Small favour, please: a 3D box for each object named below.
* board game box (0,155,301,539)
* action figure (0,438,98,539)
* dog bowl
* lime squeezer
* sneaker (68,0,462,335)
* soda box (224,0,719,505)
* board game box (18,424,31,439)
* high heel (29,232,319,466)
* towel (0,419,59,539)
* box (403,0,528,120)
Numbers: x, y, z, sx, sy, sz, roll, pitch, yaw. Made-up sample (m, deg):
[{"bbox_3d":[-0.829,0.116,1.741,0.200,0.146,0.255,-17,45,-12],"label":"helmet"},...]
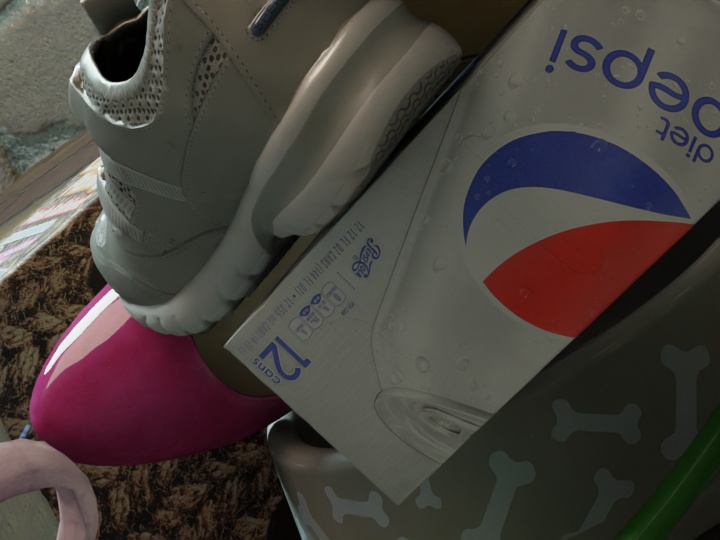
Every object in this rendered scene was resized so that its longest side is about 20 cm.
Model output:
[{"bbox_3d":[-0.076,0.056,0.979,0.200,0.160,0.097,-43,12,-21],"label":"board game box"},{"bbox_3d":[-0.058,0.144,0.538,0.134,0.149,0.200,-32,-19,-3],"label":"action figure"},{"bbox_3d":[0.060,0.028,0.826,0.200,0.059,0.200,-30,15,9],"label":"dog bowl"},{"bbox_3d":[0.028,0.099,0.727,0.200,0.038,0.071,-29,33,26],"label":"lime squeezer"},{"bbox_3d":[-0.038,-0.044,0.713,0.075,0.082,0.200,-50,4,-24],"label":"sneaker"},{"bbox_3d":[0.052,-0.031,0.671,0.200,0.063,0.068,-46,2,37],"label":"soda box"},{"bbox_3d":[-0.128,0.141,0.802,0.200,0.039,0.158,-63,5,-14],"label":"board game box"},{"bbox_3d":[0.000,0.000,0.795,0.200,0.068,0.096,-22,1,-16],"label":"high heel"},{"bbox_3d":[-0.095,0.144,0.570,0.034,0.200,0.193,9,54,17],"label":"towel"},{"bbox_3d":[0.012,-0.034,0.875,0.163,0.021,0.200,-14,-32,-23],"label":"box"}]
